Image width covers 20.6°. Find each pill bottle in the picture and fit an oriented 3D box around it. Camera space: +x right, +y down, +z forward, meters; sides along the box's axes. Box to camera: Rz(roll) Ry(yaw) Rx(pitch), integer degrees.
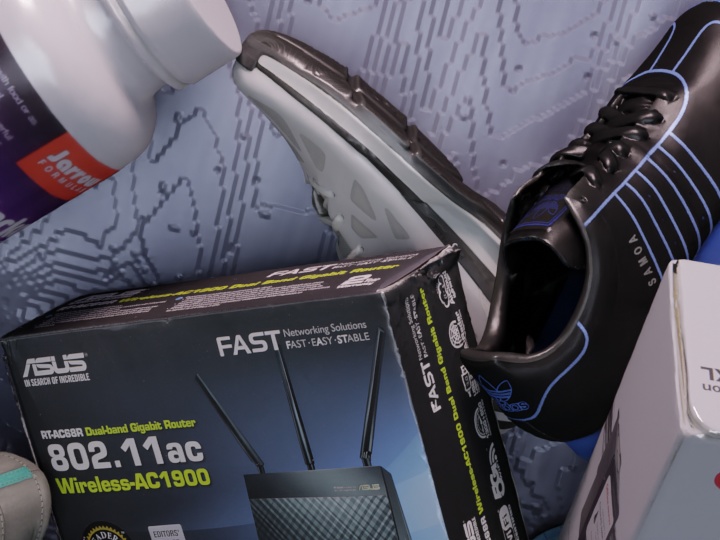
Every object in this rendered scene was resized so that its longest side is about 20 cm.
[{"bbox_3d":[-0.153,-0.071,0.798,0.200,0.111,0.112,-30,100,10],"label":"pill bottle"}]

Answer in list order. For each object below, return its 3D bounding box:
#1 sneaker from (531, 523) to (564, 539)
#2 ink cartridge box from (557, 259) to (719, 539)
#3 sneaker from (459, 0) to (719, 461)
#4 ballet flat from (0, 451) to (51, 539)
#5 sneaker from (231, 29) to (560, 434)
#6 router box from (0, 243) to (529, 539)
[{"bbox_3d":[0.151,0.190,0.851,0.200,0.096,0.079,28,104,-3],"label":"sneaker"},{"bbox_3d":[0.158,0.098,0.725,0.145,0.083,0.200,9,136,-5],"label":"ink cartridge box"},{"bbox_3d":[0.103,-0.029,0.775,0.078,0.070,0.200,33,70,-34],"label":"sneaker"},{"bbox_3d":[-0.187,0.148,0.869,0.067,0.064,0.200,50,131,13],"label":"ballet flat"},{"bbox_3d":[0.000,0.000,0.825,0.200,0.076,0.115,43,100,-9],"label":"sneaker"},{"bbox_3d":[-0.039,0.078,0.812,0.200,0.062,0.150,-8,103,32],"label":"router box"}]
